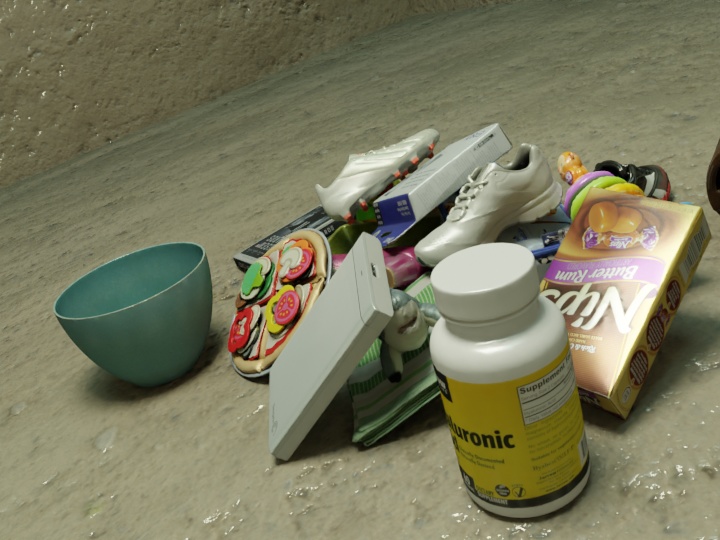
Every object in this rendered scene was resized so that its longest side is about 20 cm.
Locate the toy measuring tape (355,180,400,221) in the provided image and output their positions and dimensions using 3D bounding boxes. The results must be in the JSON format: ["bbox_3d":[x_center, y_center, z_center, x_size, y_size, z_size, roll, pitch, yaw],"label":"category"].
[{"bbox_3d":[0.067,-0.119,1.184,0.197,0.075,0.074,-9,23,0],"label":"toy measuring tape"}]

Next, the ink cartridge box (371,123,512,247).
[{"bbox_3d":[0.079,-0.105,1.019,0.199,0.041,0.199,-39,8,-10],"label":"ink cartridge box"}]

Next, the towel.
[{"bbox_3d":[0.042,0.086,0.838,0.152,0.023,0.201,-38,22,10],"label":"towel"}]

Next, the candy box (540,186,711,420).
[{"bbox_3d":[0.234,0.025,0.742,0.116,0.056,0.202,18,73,43],"label":"candy box"}]

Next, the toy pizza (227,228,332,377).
[{"bbox_3d":[-0.109,0.034,0.972,0.199,0.032,0.202,-34,41,34],"label":"toy pizza"}]

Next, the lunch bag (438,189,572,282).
[{"bbox_3d":[0.182,-0.047,0.997,0.158,0.076,0.201,-12,35,-5],"label":"lunch bag"}]

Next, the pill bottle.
[{"bbox_3d":[0.117,0.086,0.631,0.110,0.203,0.112,-13,22,6],"label":"pill bottle"}]

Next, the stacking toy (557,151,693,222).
[{"bbox_3d":[0.280,-0.074,0.905,0.108,0.117,0.201,-18,48,-9],"label":"stacking toy"}]

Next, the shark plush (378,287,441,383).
[{"bbox_3d":[0.031,0.026,0.827,0.090,0.083,0.201,-38,23,8],"label":"shark plush"}]

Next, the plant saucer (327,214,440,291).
[{"bbox_3d":[0.026,-0.009,1.097,0.197,0.049,0.200,-4,26,27],"label":"plant saucer"}]

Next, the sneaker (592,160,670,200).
[{"bbox_3d":[0.352,-0.109,1.037,0.070,0.099,0.200,5,30,44],"label":"sneaker"}]

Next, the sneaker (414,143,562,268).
[{"bbox_3d":[0.140,-0.075,0.911,0.199,0.088,0.074,-35,29,-12],"label":"sneaker"}]

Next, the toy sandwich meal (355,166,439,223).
[{"bbox_3d":[0.069,-0.128,1.301,0.202,0.071,0.206,-14,24,6],"label":"toy sandwich meal"}]

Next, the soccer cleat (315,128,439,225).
[{"bbox_3d":[0.025,-0.149,1.121,0.199,0.078,0.069,-38,-13,-4],"label":"soccer cleat"}]

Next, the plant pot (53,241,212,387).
[{"bbox_3d":[-0.273,0.068,1.014,0.197,0.137,0.201,-14,23,6],"label":"plant pot"}]

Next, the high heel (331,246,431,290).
[{"bbox_3d":[0.000,0.000,0.988,0.198,0.068,0.095,-11,7,45],"label":"high heel"}]

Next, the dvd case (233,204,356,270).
[{"bbox_3d":[-0.099,-0.056,1.262,0.199,0.025,0.150,-32,18,-18],"label":"dvd case"}]

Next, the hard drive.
[{"bbox_3d":[-0.036,0.075,0.789,0.026,0.201,0.133,24,28,-20],"label":"hard drive"}]

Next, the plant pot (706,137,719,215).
[{"bbox_3d":[0.506,-0.143,0.915,0.198,0.202,0.198,5,40,41],"label":"plant pot"}]
